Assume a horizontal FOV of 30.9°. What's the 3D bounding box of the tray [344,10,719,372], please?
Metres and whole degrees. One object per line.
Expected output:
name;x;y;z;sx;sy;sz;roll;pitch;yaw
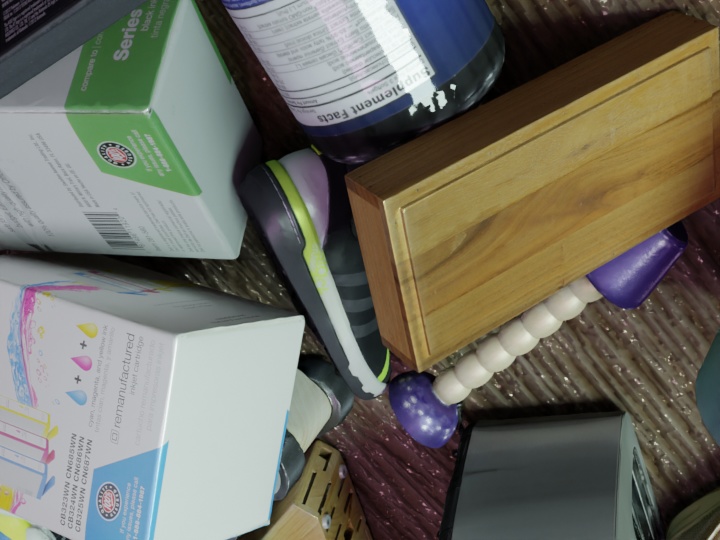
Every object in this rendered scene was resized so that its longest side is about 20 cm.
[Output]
tray;0.092;-0.041;0.633;0.037;0.199;0.099;38;149;49

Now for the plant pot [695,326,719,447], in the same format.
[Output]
plant pot;0.278;0.015;0.612;0.200;0.201;0.162;14;117;6

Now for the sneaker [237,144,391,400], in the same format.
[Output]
sneaker;0.000;0.000;0.755;0.083;0.072;0.200;-31;140;-6

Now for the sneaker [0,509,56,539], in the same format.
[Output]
sneaker;-0.255;0.165;0.794;0.200;0.105;0.076;37;158;37

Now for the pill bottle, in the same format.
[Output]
pill bottle;0.001;-0.124;0.633;0.111;0.112;0.200;-18;120;28

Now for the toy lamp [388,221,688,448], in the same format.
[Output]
toy lamp;0.100;0.029;0.748;0.058;0.058;0.200;42;119;-16

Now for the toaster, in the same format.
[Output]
toaster;0.120;0.196;0.804;0.118;0.181;0.201;-10;124;20

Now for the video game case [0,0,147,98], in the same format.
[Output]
video game case;-0.142;-0.188;0.602;0.199;0.182;0.025;-25;157;31

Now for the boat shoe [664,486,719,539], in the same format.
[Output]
boat shoe;0.261;0.142;0.786;0.073;0.063;0.201;38;123;-11

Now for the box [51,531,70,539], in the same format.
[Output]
box;-0.180;0.255;0.893;0.196;0.124;0.200;29;145;20

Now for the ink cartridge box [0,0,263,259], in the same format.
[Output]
ink cartridge box;-0.172;-0.077;0.711;0.199;0.085;0.146;3;152;15

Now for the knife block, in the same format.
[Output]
knife block;-0.077;0.220;0.953;0.175;0.064;0.201;-5;125;20

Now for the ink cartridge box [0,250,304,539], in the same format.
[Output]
ink cartridge box;-0.155;0.068;0.747;0.199;0.125;0.129;14;99;27

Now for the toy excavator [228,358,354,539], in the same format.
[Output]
toy excavator;-0.134;0.084;0.862;0.200;0.100;0.194;44;128;0
